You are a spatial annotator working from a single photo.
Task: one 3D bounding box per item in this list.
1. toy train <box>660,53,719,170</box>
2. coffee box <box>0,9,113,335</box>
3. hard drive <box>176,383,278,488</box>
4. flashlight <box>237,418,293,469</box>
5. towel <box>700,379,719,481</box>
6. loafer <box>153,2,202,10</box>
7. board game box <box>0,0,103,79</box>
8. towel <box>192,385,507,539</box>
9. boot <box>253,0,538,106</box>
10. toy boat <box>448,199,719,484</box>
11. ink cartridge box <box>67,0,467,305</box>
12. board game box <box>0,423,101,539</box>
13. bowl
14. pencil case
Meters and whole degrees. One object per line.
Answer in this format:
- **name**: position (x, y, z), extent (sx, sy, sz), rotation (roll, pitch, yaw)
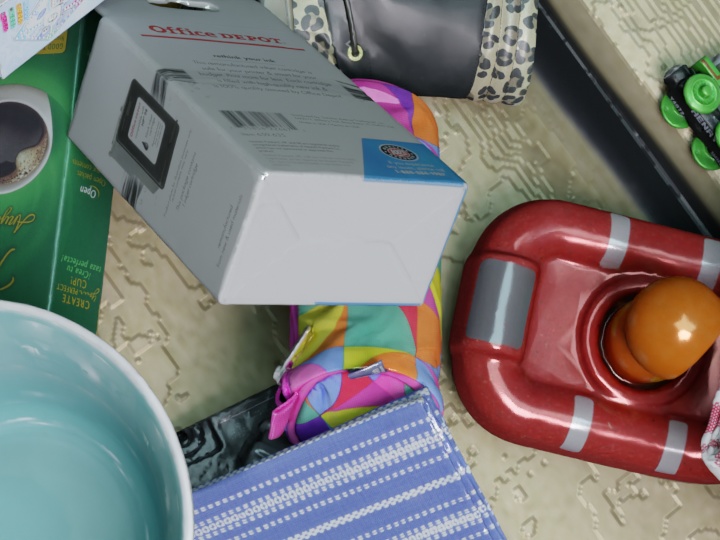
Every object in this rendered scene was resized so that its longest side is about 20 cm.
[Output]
- **toy train**: position (0.238, -0.037, 1.222), extent (0.056, 0.042, 0.200), rotation (-36, 90, -23)
- **coffee box**: position (-0.178, -0.067, 1.116), extent (0.122, 0.044, 0.202), rotation (-2, 79, 30)
- **hard drive**: position (-0.029, 0.162, 1.145), extent (0.139, 0.038, 0.201), rotation (-26, 87, -13)
- **flashlight**: position (0.024, 0.147, 1.104), extent (0.199, 0.068, 0.068), rotation (28, 83, -5)
- **towel**: position (0.237, 0.051, 1.130), extent (0.146, 0.030, 0.201), rotation (44, 58, -34)
- **loafer**: position (-0.101, -0.190, 1.162), extent (0.072, 0.072, 0.202), rotation (2, 82, -10)
- **board game box**: position (-0.174, -0.199, 1.090), extent (0.199, 0.044, 0.199), rotation (30, 56, 29)
- **towel**: position (0.013, 0.164, 1.072), extent (0.144, 0.024, 0.201), rotation (-24, 108, 14)
- **boot**: position (0.014, -0.181, 1.184), extent (0.153, 0.073, 0.205), rotation (1, 88, -12)
- **toy boat**: position (0.151, 0.035, 1.148), extent (0.199, 0.131, 0.131), rotation (13, 80, -9)
- **ink cartridge box**: position (-0.055, -0.061, 1.047), extent (0.115, 0.200, 0.067), rotation (1, 119, -36)
- **board game box**: position (-0.185, 0.141, 1.067), extent (0.133, 0.034, 0.202), rotation (-1, 79, 8)
- **bowl**: position (-0.162, 0.120, 0.996), extent (0.199, 0.105, 0.202), rotation (-1, 79, 7)
- **pencil case**: position (0.000, 0.000, 1.110), extent (0.088, 0.089, 0.201), rotation (9, 49, -9)
